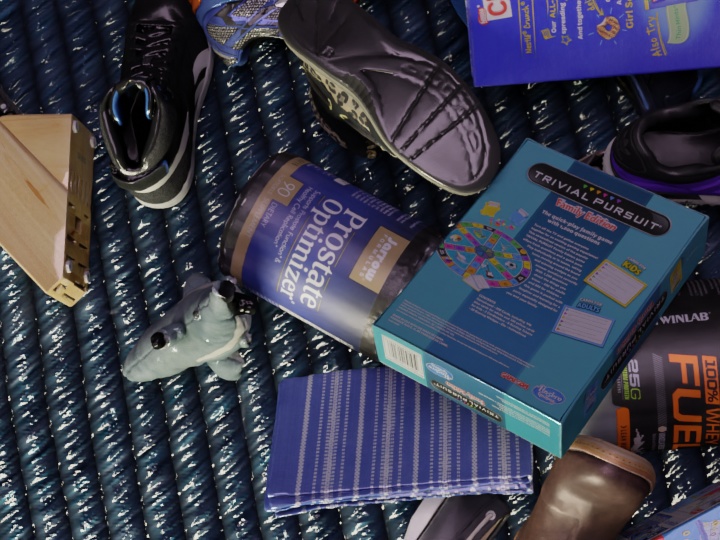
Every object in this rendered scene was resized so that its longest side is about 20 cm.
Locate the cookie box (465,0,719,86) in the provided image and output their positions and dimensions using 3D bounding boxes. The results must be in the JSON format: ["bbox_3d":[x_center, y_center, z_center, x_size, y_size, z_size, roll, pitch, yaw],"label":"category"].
[{"bbox_3d":[0.175,-0.232,1.051,0.199,0.075,0.172,-3,109,6],"label":"cookie box"}]

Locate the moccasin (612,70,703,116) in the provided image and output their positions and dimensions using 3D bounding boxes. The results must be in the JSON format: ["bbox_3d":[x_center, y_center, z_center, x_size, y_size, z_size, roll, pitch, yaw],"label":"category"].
[{"bbox_3d":[0.182,-0.201,1.135,0.068,0.080,0.200,-44,75,2],"label":"moccasin"}]

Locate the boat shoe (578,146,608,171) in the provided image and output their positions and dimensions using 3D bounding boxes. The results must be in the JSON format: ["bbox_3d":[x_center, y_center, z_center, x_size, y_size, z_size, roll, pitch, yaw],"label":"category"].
[{"bbox_3d":[0.176,-0.058,1.108,0.199,0.073,0.075,-35,76,0],"label":"boat shoe"}]

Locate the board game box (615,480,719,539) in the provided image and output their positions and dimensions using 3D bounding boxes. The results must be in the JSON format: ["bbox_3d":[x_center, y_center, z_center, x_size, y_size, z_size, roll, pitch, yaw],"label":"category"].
[{"bbox_3d":[0.273,0.168,0.982,0.195,0.200,0.056,-28,80,2],"label":"board game box"}]

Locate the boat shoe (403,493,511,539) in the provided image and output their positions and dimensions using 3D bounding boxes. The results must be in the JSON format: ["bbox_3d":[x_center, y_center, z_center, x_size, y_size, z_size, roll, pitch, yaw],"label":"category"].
[{"bbox_3d":[0.040,0.244,1.067,0.060,0.074,0.200,30,75,17],"label":"boat shoe"}]

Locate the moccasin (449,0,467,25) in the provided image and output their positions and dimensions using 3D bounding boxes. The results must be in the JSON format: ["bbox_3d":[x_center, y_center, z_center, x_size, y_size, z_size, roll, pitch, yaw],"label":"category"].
[{"bbox_3d":[0.069,-0.281,1.129,0.080,0.068,0.201,-13,108,12],"label":"moccasin"}]

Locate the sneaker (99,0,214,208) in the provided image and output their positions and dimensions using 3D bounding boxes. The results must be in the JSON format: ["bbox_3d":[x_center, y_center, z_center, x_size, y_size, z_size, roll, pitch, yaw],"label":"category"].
[{"bbox_3d":[-0.165,-0.159,1.157,0.073,0.112,0.201,-2,78,6],"label":"sneaker"}]

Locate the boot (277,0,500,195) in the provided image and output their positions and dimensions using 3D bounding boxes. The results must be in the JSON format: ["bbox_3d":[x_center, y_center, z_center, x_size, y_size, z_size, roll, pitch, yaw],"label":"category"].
[{"bbox_3d":[0.027,-0.118,1.101,0.203,0.154,0.073,43,82,13],"label":"boot"}]

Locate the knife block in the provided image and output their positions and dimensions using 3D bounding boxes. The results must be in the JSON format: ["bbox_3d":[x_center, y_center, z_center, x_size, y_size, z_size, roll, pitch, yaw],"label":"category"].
[{"bbox_3d":[-0.312,-0.073,1.184,0.174,0.064,0.201,-2,78,8],"label":"knife block"}]

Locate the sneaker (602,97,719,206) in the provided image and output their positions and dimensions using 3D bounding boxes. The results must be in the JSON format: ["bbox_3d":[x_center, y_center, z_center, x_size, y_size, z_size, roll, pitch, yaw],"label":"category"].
[{"bbox_3d":[0.278,-0.087,1.022,0.199,0.100,0.070,-4,76,2],"label":"sneaker"}]

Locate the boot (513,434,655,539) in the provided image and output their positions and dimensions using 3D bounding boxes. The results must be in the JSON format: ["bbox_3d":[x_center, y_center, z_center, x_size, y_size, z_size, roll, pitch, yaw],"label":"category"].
[{"bbox_3d":[0.136,0.211,0.988,0.072,0.200,0.167,23,68,4],"label":"boot"}]

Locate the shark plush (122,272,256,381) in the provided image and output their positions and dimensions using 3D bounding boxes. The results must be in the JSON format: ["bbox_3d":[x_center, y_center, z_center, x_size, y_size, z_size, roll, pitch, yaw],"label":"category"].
[{"bbox_3d":[-0.121,0.051,1.076,0.083,0.200,0.091,-19,94,-23],"label":"shark plush"}]

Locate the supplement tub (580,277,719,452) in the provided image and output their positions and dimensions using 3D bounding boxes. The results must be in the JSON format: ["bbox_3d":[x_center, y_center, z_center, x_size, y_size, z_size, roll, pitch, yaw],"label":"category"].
[{"bbox_3d":[0.235,0.069,1.048,0.199,0.123,0.123,-6,77,7],"label":"supplement tub"}]

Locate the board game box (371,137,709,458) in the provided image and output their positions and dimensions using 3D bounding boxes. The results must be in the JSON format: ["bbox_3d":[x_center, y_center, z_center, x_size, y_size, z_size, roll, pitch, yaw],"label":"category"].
[{"bbox_3d":[0.127,0.013,1.000,0.150,0.047,0.200,27,60,26],"label":"board game box"}]

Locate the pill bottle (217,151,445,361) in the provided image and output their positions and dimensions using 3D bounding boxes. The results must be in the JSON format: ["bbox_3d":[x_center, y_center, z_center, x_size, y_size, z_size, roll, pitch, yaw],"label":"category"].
[{"bbox_3d":[0.000,0.000,1.101,0.199,0.112,0.112,28,83,13],"label":"pill bottle"}]

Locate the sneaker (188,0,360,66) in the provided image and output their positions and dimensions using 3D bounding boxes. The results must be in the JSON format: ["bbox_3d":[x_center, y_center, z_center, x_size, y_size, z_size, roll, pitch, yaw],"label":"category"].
[{"bbox_3d":[-0.038,-0.220,1.182,0.199,0.075,0.079,-14,92,8],"label":"sneaker"}]

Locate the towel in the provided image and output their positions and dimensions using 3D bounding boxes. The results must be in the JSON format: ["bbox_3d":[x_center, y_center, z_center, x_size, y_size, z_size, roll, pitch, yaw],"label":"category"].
[{"bbox_3d":[0.029,0.123,1.079,0.199,0.024,0.145,-6,36,6],"label":"towel"}]
